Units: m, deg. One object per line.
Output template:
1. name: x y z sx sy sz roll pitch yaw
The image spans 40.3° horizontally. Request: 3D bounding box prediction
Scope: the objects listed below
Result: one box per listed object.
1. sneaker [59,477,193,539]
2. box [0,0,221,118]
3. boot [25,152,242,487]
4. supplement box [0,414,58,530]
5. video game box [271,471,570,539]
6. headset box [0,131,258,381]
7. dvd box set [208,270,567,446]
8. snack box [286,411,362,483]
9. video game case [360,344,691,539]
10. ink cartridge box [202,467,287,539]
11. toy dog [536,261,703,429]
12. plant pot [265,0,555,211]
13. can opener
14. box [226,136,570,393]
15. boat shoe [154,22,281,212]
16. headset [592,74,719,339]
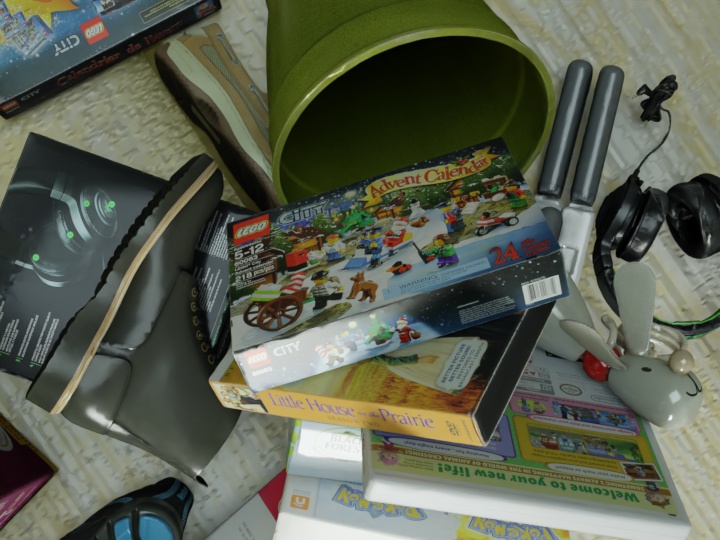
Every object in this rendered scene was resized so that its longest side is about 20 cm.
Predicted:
1. sneaker: -0.206 0.230 0.748 0.200 0.082 0.073 -33 98 14
2. box: -0.233 -0.230 0.788 0.199 0.038 0.137 -28 88 -5
3. boot: -0.117 0.034 0.681 0.138 0.077 0.200 34 83 -15
4. supplement box: -0.313 0.143 0.681 0.131 0.200 0.103 44 85 0
5. video game box: 0.046 0.145 0.713 0.199 0.182 0.047 11 122 -2
6. headset box: -0.192 0.010 0.751 0.199 0.093 0.175 19 85 -1
7. dvd box set: 0.017 0.038 0.634 0.146 0.199 0.029 -55 133 -37
8. snack box: 0.050 0.093 0.703 0.199 0.142 0.053 9 119 -7
9. video game case: 0.097 0.094 0.648 0.199 0.182 0.022 10 122 -8
10. ink cartridge box: -0.067 0.259 0.709 0.200 0.083 0.145 -41 47 -4
11. toy dog: 0.150 0.017 0.678 0.199 0.132 0.097 21 124 11
12. plant pot: 0.011 -0.156 0.717 0.200 0.201 0.193 -17 55 -4
13. can opener: 0.170 -0.073 0.790 0.052 0.066 0.201 15 86 11
14. box: 0.015 -0.009 0.622 0.199 0.137 0.038 -18 127 3
15. boat shoe: -0.079 -0.115 0.782 0.076 0.072 0.200 -36 88 -17
16. headset: 0.247 -0.048 0.776 0.123 0.094 0.201 -3 72 -3
